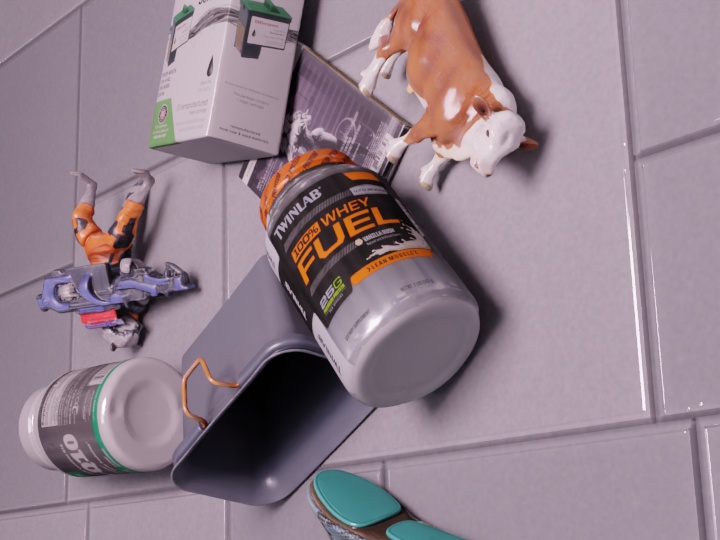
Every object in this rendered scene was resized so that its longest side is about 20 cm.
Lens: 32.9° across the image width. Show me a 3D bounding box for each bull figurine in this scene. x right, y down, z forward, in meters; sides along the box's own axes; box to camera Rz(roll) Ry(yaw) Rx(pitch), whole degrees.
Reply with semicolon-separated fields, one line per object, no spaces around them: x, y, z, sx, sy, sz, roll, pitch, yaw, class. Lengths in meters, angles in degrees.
0.066;-0.142;0.980;0.121;0.065;0.203;-38;55;34;bull figurine

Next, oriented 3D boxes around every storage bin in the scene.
-0.091;0.089;1.073;0.200;0.144;0.136;-49;39;30;storage bin

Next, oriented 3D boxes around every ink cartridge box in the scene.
-0.129;-0.214;1.194;0.145;0.083;0.204;0;80;57;ink cartridge box

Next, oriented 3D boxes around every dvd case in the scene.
-0.038;-0.108;1.135;0.200;0.016;0.150;43;116;44;dvd case

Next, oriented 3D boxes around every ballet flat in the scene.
0.021;0.221;0.961;0.199;0.073;0.075;21;98;53;ballet flat

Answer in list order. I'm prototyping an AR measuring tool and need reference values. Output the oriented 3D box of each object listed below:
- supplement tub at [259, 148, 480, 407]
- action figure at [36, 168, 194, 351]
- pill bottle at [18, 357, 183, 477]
0.000;0.000;0.981;0.123;0.121;0.201;-56;48;25;supplement tub
-0.248;-0.010;1.327;0.197;0.104;0.197;2;90;24;action figure
-0.271;0.157;1.276;0.198;0.112;0.115;-14;71;48;pill bottle
